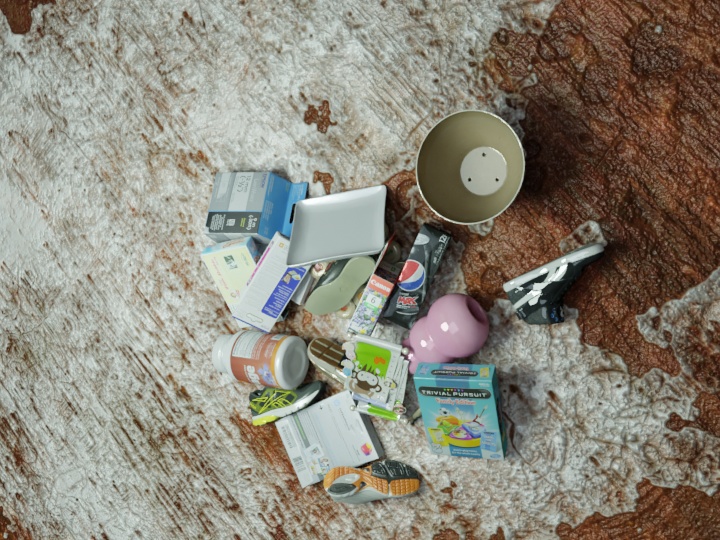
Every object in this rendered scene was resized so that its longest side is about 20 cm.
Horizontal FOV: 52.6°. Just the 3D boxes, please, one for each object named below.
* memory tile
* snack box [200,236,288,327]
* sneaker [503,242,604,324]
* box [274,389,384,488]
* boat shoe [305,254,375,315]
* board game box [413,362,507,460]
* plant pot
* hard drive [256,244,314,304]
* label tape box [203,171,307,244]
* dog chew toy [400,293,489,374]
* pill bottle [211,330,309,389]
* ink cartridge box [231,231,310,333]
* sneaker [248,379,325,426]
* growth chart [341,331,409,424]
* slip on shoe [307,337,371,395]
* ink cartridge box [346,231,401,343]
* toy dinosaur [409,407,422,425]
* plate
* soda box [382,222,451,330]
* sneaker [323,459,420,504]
[{"bbox_3d":[0.000,0.000,1.502,0.199,0.017,0.154,-31,93,19],"label":"memory tile"},{"bbox_3d":[-0.246,0.028,1.558,0.115,0.037,0.202,-10,122,22],"label":"snack box"},{"bbox_3d":[0.373,0.035,1.344,0.199,0.073,0.113,-27,87,30],"label":"sneaker"},{"bbox_3d":[-0.068,0.357,1.559,0.199,0.041,0.157,-28,84,23],"label":"box"},{"bbox_3d":[-0.041,0.018,1.480,0.073,0.064,0.201,26,126,-27],"label":"boat shoe"},{"bbox_3d":[0.193,0.270,1.394,0.149,0.047,0.202,-1,123,22],"label":"board game box"},{"bbox_3d":[0.216,-0.187,1.352,0.198,0.134,0.203,1,94,22],"label":"plant pot"},{"bbox_3d":[-0.184,-0.031,1.585,0.199,0.025,0.133,29,104,18],"label":"hard drive"},{"bbox_3d":[-0.223,-0.133,1.547,0.197,0.066,0.145,1,71,23],"label":"label tape box"},{"bbox_3d":[0.152,0.134,1.414,0.200,0.124,0.125,-41,79,28],"label":"dog chew toy"},{"bbox_3d":[-0.218,0.188,1.563,0.198,0.112,0.114,3,95,32],"label":"pill bottle"},{"bbox_3d":[-0.181,0.026,1.507,0.094,0.037,0.201,27,101,-27],"label":"ink cartridge box"},{"bbox_3d":[-0.167,0.270,1.574,0.198,0.074,0.085,-27,83,22],"label":"sneaker"},{"bbox_3d":[0.030,0.213,1.438,0.143,0.018,0.202,7,120,11],"label":"growth chart"},{"bbox_3d":[-0.025,0.213,1.524,0.198,0.076,0.061,27,145,8],"label":"slip on shoe"},{"bbox_3d":[0.040,0.032,1.430,0.050,0.109,0.202,26,109,3],"label":"ink cartridge box"},{"bbox_3d":[0.162,0.241,1.454,0.199,0.047,0.089,-28,94,24],"label":"toy dinosaur"},{"bbox_3d":[-0.042,-0.083,1.449,0.197,0.201,0.033,-10,132,13],"label":"plate"},{"bbox_3d":[0.111,0.010,1.429,0.063,0.071,0.202,23,98,3],"label":"soda box"},{"bbox_3d":[0.025,0.448,1.519,0.197,0.092,0.076,-1,53,4],"label":"sneaker"}]
